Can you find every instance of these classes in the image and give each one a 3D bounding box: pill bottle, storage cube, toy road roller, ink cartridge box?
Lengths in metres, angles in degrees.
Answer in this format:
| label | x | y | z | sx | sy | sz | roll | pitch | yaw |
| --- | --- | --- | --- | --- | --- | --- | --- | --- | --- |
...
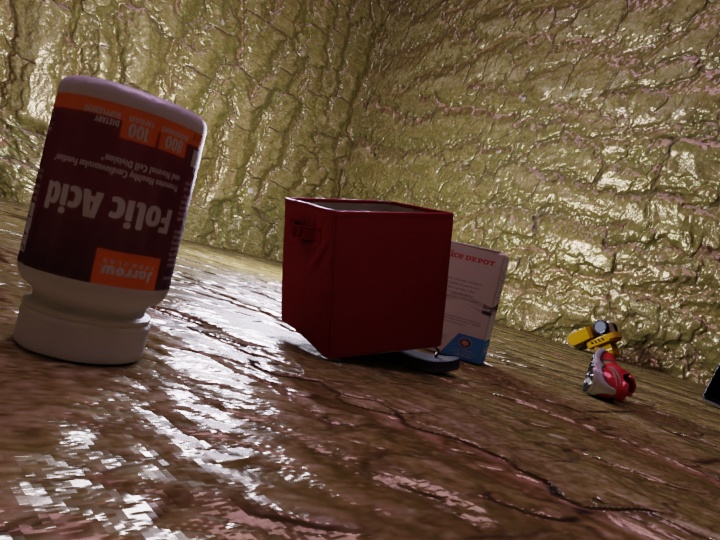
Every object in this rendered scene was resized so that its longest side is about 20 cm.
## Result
| label | x | y | z | sx | sy | sz | roll | pitch | yaw |
| --- | --- | --- | --- | --- | --- | --- | --- | --- | --- |
| pill bottle | -0.200 | -0.037 | 0.448 | 0.113 | 0.202 | 0.114 | 14 | 1 | 0 |
| storage cube | 0.000 | 0.000 | 0.761 | 0.198 | 0.182 | 0.171 | -3 | 13 | -28 |
| toy road roller | 0.958 | 0.296 | 2.284 | 0.122 | 0.147 | 0.199 | 13 | -36 | -44 |
| ink cartridge box | 0.179 | 0.053 | 1.039 | 0.145 | 0.202 | 0.084 | 15 | 1 | 22 |

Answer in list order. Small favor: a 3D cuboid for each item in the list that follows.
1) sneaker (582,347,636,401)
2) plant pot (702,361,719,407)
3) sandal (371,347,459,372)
| label | x | y | z | sx | sy | sz | roll | pitch | yaw |
| --- | --- | --- | --- | --- | --- | --- | --- | --- | --- |
| sneaker | 0.459 | 0.200 | 1.035 | 0.084 | 0.078 | 0.200 | 20 | 14 | 23 |
| plant pot | 0.948 | 0.266 | 1.286 | 0.176 | 0.201 | 0.199 | 28 | 3 | 11 |
| sandal | 0.048 | 0.104 | 0.802 | 0.198 | 0.043 | 0.076 | 15 | 1 | 2 |
